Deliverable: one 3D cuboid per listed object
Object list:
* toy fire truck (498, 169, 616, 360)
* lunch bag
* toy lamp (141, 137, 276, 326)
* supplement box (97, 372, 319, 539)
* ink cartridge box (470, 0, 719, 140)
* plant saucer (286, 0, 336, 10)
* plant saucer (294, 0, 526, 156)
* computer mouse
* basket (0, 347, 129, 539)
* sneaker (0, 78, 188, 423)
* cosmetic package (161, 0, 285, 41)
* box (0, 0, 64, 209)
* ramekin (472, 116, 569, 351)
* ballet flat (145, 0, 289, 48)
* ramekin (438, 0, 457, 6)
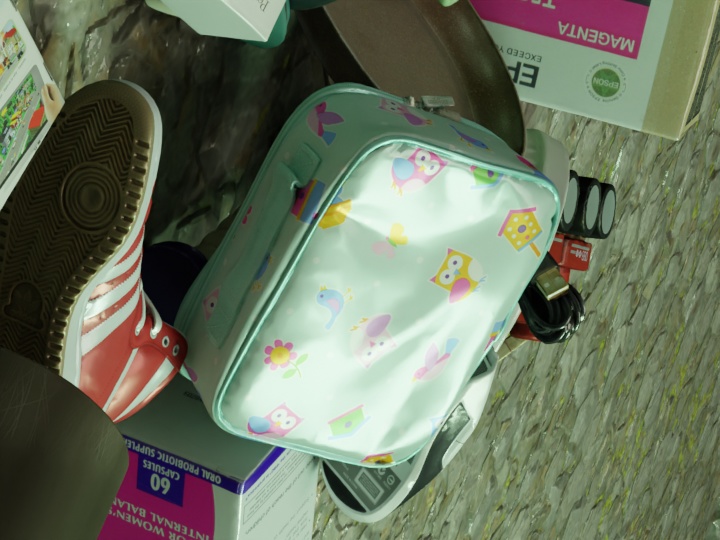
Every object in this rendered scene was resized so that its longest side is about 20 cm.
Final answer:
[{"bbox_3d":[0.105,0.019,1.666,0.176,0.128,0.200,8,90,-70],"label":"toy fire truck"},{"bbox_3d":[0.000,0.000,1.130,0.160,0.077,0.200,16,112,-35],"label":"lunch bag"},{"bbox_3d":[-0.058,-0.034,1.249,0.200,0.058,0.058,-41,145,-49],"label":"toy lamp"},{"bbox_3d":[-0.092,0.158,1.261,0.103,0.101,0.200,-47,149,-49],"label":"supplement box"},{"bbox_3d":[0.136,-0.189,1.394,0.075,0.200,0.165,-42,145,-68],"label":"ink cartridge box"},{"bbox_3d":[0.011,-0.222,1.115,0.027,0.200,0.200,39,66,-30],"label":"plant saucer"},{"bbox_3d":[0.020,-0.133,1.232,0.032,0.200,0.200,-34,175,25],"label":"plant saucer"},{"bbox_3d":[0.046,0.056,1.221,0.044,0.110,0.200,9,122,-50],"label":"computer mouse"},{"bbox_3d":[-0.192,0.141,0.939,0.200,0.136,0.180,-65,-173,-31],"label":"basket"},{"bbox_3d":[-0.126,-0.003,1.071,0.112,0.071,0.200,-15,129,-62],"label":"sneaker"},{"bbox_3d":[-0.082,-0.214,0.925,0.200,0.052,0.151,39,72,-45],"label":"cosmetic package"},{"bbox_3d":[-0.199,-0.026,0.908,0.200,0.035,0.110,-62,159,-22],"label":"box"},{"bbox_3d":[0.033,-0.013,1.335,0.200,0.105,0.200,-59,-168,21],"label":"ramekin"},{"bbox_3d":[-0.087,-0.166,1.041,0.070,0.067,0.200,-53,149,-28],"label":"ballet flat"},{"bbox_3d":[0.088,-0.255,1.243,0.200,0.098,0.200,-43,180,0],"label":"ramekin"}]
